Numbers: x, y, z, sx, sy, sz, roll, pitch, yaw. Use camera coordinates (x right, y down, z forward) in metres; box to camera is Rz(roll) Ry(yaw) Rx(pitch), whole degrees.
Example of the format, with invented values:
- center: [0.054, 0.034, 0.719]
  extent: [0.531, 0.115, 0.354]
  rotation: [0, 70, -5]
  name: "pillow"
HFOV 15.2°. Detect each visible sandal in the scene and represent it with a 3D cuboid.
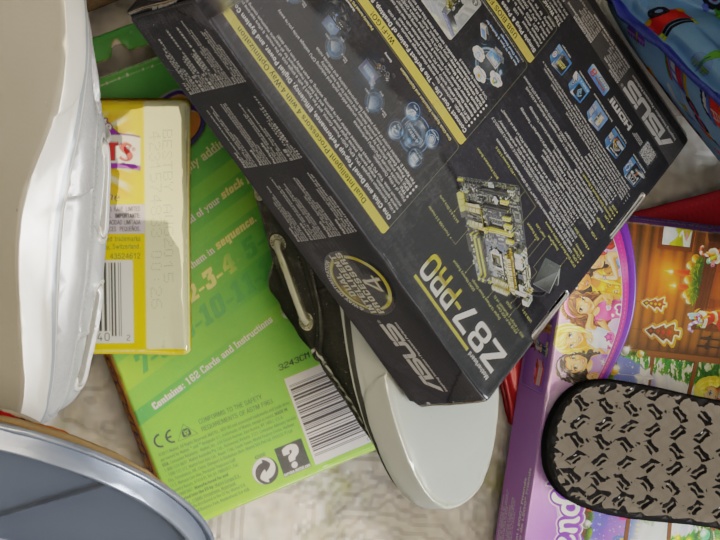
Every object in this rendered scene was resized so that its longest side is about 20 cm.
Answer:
- center: [0.173, 0.087, 1.135]
  extent: [0.200, 0.045, 0.075]
  rotation: [14, 87, -3]
  name: "sandal"

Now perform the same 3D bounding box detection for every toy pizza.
- center: [-0.153, 0.085, 1.024]
  extent: [0.200, 0.200, 0.032]
  rotation: [15, 63, -15]
  name: "toy pizza"

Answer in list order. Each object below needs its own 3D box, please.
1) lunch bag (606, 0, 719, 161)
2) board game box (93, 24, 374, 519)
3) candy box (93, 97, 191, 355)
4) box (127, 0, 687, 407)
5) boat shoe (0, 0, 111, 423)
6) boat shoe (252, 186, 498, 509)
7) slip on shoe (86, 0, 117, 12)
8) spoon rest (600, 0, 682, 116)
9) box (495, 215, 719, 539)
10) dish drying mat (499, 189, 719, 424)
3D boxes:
- center: [0.189, -0.040, 1.043]
  extent: [0.094, 0.200, 0.151]
  rotation: [-35, 125, 14]
  name: "lunch bag"
- center: [-0.069, -0.004, 1.117]
  extent: [0.095, 0.030, 0.200]
  rotation: [-22, 98, -15]
  name: "board game box"
- center: [-0.167, -0.018, 1.071]
  extent: [0.199, 0.026, 0.102]
  rotation: [0, 96, -1]
  name: "candy box"
- center: [0.025, -0.073, 1.037]
  extent: [0.200, 0.049, 0.161]
  rotation: [53, 55, -22]
  name: "box"
- center: [-0.123, -0.034, 1.021]
  extent: [0.072, 0.068, 0.201]
  rotation: [5, 103, 26]
  name: "boat shoe"
- center: [0.000, 0.000, 1.085]
  extent: [0.071, 0.064, 0.200]
  rotation: [-21, 98, -48]
  name: "boat shoe"
- center: [-0.088, -0.144, 1.105]
  extent: [0.200, 0.076, 0.061]
  rotation: [-23, 135, -21]
  name: "slip on shoe"
- center: [0.204, -0.095, 1.174]
  extent: [0.200, 0.061, 0.100]
  rotation: [-6, 128, -12]
  name: "spoon rest"
- center: [0.133, 0.079, 1.160]
  extent: [0.137, 0.039, 0.201]
  rotation: [6, 96, -16]
  name: "box"
- center: [0.148, 0.006, 1.189]
  extent: [0.200, 0.018, 0.077]
  rotation: [-15, 95, -14]
  name: "dish drying mat"
